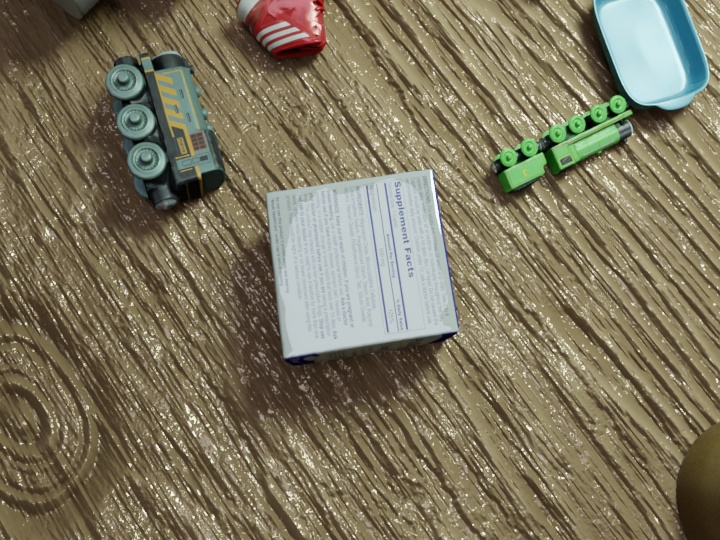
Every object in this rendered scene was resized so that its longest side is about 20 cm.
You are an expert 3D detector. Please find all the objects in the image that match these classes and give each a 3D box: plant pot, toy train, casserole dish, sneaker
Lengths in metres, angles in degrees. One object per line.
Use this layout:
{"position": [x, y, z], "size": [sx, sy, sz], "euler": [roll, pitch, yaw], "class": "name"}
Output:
{"position": [0.455, 0.244, 0.686], "size": [0.180, 0.200, 0.192], "euler": [0, 78, -1], "class": "plant pot"}
{"position": [-0.239, -0.176, 0.839], "size": [0.111, 0.085, 0.205], "euler": [-16, 76, -16], "class": "toy train"}
{"position": [0.256, -0.156, 0.855], "size": [0.196, 0.042, 0.058], "euler": [-25, 88, -6], "class": "toy train"}
{"position": [0.369, -0.295, 0.885], "size": [0.118, 0.039, 0.206], "euler": [-15, 79, -4], "class": "casserole dish"}
{"position": [-0.055, -0.354, 0.888], "size": [0.199, 0.078, 0.116], "euler": [-40, 88, 4], "class": "sneaker"}

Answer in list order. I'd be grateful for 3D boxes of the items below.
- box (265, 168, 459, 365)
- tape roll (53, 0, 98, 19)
{"position": [0.000, 0.000, 0.785], "size": [0.194, 0.105, 0.190], "euler": [-8, 77, -1], "class": "box"}
{"position": [-0.393, -0.408, 0.824], "size": [0.199, 0.201, 0.066], "euler": [41, 80, 8], "class": "tape roll"}
